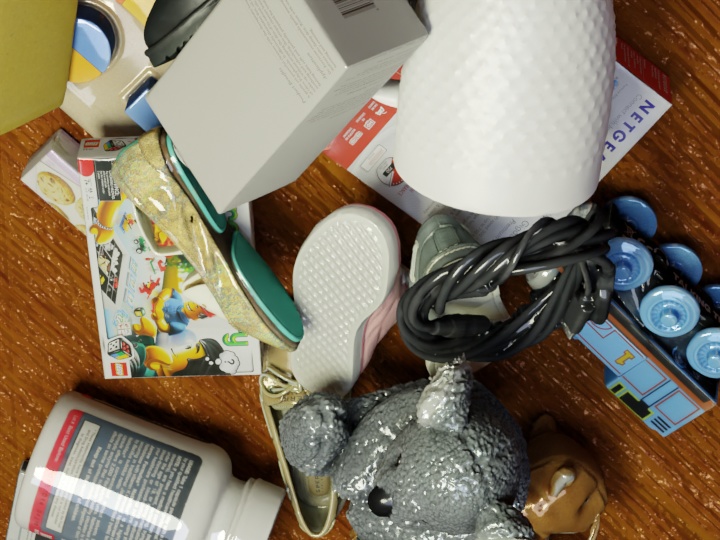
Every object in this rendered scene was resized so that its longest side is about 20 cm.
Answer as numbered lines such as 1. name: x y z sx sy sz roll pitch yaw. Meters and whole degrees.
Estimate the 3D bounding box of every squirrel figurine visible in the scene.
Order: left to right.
1. squirrel figurine: 0.097 0.197 1.770 0.200 0.142 0.187 34 111 -17

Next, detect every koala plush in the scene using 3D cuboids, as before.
1. koala plush: 0.061 0.145 1.609 0.183 0.200 0.178 -19 85 -16

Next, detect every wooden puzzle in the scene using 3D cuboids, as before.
1. wooden puzzle: -0.152 -0.166 1.631 0.185 0.046 0.200 41 116 -18

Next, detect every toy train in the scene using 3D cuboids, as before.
1. toy train: 0.214 0.032 1.691 0.200 0.087 0.114 42 121 -18

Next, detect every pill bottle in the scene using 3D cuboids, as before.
1. pill bottle: -0.169 0.186 1.784 0.199 0.120 0.120 21 120 1

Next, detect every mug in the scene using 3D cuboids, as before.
1. mug: 0.079 -0.154 1.509 0.199 0.148 0.176 15 119 16

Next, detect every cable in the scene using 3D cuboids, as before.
1. cable: 0.104 0.010 1.564 0.162 0.051 0.200 -11 159 -2

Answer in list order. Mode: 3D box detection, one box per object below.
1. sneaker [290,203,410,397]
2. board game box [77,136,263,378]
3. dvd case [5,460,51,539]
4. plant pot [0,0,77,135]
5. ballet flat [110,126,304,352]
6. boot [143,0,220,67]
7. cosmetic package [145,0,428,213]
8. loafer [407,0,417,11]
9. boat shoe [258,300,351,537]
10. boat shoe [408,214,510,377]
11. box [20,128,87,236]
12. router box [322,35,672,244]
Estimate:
1. sneaker: 0.000 0.000 1.673 0.075 0.105 0.201 26 139 11
2. board game box: -0.143 -0.009 1.678 0.125 0.035 0.201 -2 122 2
3. dvd case: -0.207 0.249 1.891 0.199 0.025 0.151 14 121 -2
4. plant pot: -0.323 -0.190 1.520 0.195 0.200 0.195 20 121 12
5. ballet flat: -0.116 -0.015 1.616 0.070 0.071 0.200 -25 113 19
6. boot: -0.118 -0.262 1.536 0.200 0.076 0.168 -38 89 28
7. cosmetic package: -0.055 -0.139 1.508 0.108 0.085 0.200 58 141 8
8. loafer: 0.009 -0.252 1.552 0.069 0.070 0.201 -6 119 9
9. boat shoe: -0.044 0.120 1.777 0.073 0.063 0.202 -1 120 6
10. boat shoe: 0.072 0.023 1.688 0.072 0.062 0.200 -23 154 -6
11. box: -0.177 -0.028 1.718 0.041 0.039 0.200 -39 110 24
12. router box: 0.101 -0.117 1.633 0.179 0.049 0.200 35 117 -14
